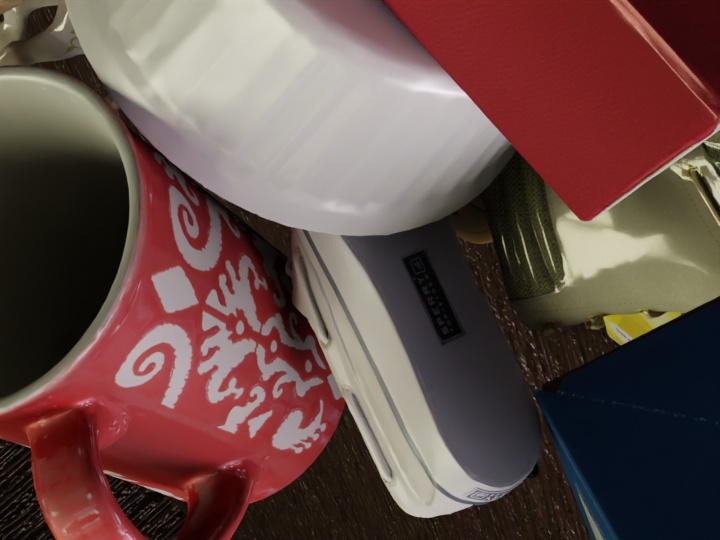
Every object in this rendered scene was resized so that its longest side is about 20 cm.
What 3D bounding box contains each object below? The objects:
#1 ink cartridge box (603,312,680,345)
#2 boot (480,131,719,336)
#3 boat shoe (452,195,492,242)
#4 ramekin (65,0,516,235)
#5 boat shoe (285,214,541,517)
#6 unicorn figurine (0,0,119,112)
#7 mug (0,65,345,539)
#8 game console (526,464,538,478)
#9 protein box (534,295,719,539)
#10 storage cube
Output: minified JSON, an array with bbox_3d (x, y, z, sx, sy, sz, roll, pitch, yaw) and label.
[{"bbox_3d":[0.179,0.018,1.396,0.198,0.047,0.200,40,167,35],"label":"ink cartridge box"},{"bbox_3d":[0.147,0.008,1.236,0.154,0.072,0.200,-14,119,28],"label":"boot"},{"bbox_3d":[0.094,-0.075,1.329,0.073,0.065,0.200,49,147,-9],"label":"boat shoe"},{"bbox_3d":[-0.001,-0.122,1.078,0.201,0.200,0.098,49,143,0],"label":"ramekin"},{"bbox_3d":[0.000,0.000,1.126,0.065,0.073,0.200,-30,75,48],"label":"boat shoe"},{"bbox_3d":[-0.072,-0.093,1.158,0.200,0.137,0.074,6,-131,-56],"label":"unicorn figurine"},{"bbox_3d":[-0.099,0.038,1.133,0.133,0.178,0.200,3,165,27],"label":"mug"},{"bbox_3d":[0.030,-0.039,1.266,0.118,0.171,0.200,11,-153,-27],"label":"game console"},{"bbox_3d":[0.183,0.140,1.119,0.199,0.135,0.200,62,178,42],"label":"protein box"},{"bbox_3d":[0.090,-0.147,0.939,0.180,0.171,0.200,48,166,0],"label":"storage cube"}]
